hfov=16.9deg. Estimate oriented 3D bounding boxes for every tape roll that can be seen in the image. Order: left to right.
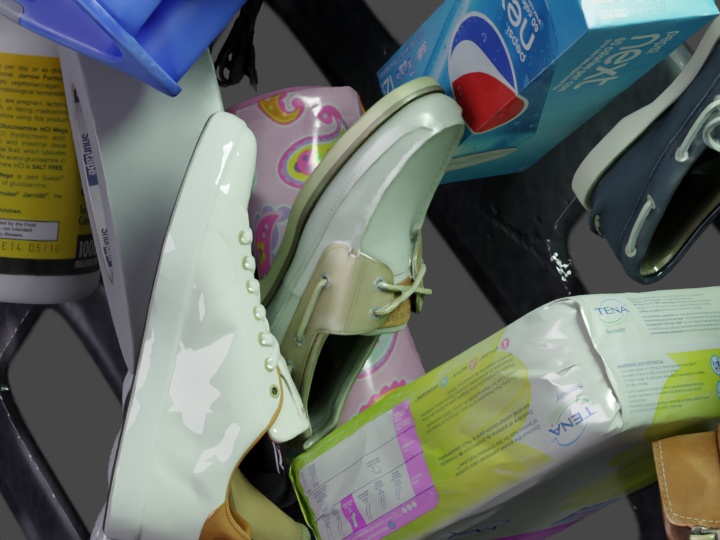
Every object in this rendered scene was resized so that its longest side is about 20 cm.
[{"bbox_3d":[-0.107,-0.051,1.246,0.200,0.066,0.201,168,90,-81],"label":"tape roll"}]

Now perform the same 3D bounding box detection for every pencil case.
[{"bbox_3d":[-0.019,0.008,1.228,0.087,0.087,0.201,-20,79,43],"label":"pencil case"}]

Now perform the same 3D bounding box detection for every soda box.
[{"bbox_3d":[0.079,-0.102,1.094,0.200,0.068,0.064,-42,62,62],"label":"soda box"}]

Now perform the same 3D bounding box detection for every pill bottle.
[{"bbox_3d":[-0.195,-0.088,1.374,0.112,0.112,0.201,15,103,42],"label":"pill bottle"}]

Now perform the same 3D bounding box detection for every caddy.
[{"bbox_3d":[-0.138,-0.163,1.111,0.105,0.141,0.200,-45,66,-1],"label":"caddy"}]

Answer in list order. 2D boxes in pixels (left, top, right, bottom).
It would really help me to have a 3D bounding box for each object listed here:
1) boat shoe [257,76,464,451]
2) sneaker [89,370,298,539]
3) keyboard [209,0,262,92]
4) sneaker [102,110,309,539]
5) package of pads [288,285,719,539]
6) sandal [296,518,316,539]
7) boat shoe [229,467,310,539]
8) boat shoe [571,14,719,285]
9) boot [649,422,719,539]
[{"bbox_3d":[0.000,0.000,1.124,0.068,0.075,0.200,48,128,21],"label":"boat shoe"},{"bbox_3d":[-0.088,0.136,1.293,0.114,0.075,0.201,16,100,58],"label":"sneaker"},{"bbox_3d":[-0.085,-0.173,1.274,0.127,0.021,0.200,53,150,30],"label":"keyboard"},{"bbox_3d":[-0.058,0.031,1.105,0.084,0.073,0.201,11,96,-2],"label":"sneaker"},{"bbox_3d":[0.081,0.072,1.087,0.200,0.154,0.068,-34,69,39],"label":"package of pads"},{"bbox_3d":[0.007,0.185,1.230,0.200,0.054,0.081,33,113,44],"label":"sandal"},{"bbox_3d":[-0.063,0.131,1.207,0.072,0.076,0.201,-95,2,-49],"label":"boat shoe"},{"bbox_3d":[0.167,-0.069,1.053,0.200,0.075,0.062,-45,61,36],"label":"boat shoe"},{"bbox_3d":[0.202,0.148,0.983,0.154,0.074,0.201,-8,71,4],"label":"boot"}]
